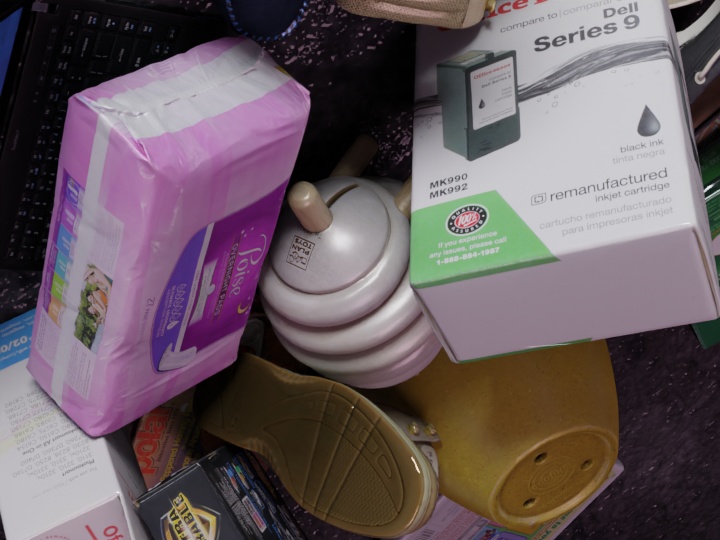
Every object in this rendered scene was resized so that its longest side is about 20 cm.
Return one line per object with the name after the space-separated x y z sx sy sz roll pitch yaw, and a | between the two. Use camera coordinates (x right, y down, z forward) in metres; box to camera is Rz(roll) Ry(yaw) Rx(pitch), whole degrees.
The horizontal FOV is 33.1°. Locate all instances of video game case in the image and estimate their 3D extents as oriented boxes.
0.118 0.220 1.085 0.181 0.022 0.200 25 113 -42 | video game case

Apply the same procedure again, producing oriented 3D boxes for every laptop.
-0.150 -0.041 0.628 0.199 0.104 0.178 4 128 -32 | laptop

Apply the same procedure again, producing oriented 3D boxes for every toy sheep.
0.000 0.000 0.738 0.137 0.138 0.200 -34 141 3 | toy sheep

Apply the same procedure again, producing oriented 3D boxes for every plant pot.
0.108 0.098 0.878 0.199 0.142 0.201 -17 136 -17 | plant pot

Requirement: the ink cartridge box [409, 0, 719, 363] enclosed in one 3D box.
0.105 -0.065 0.657 0.145 0.201 0.084 -13 141 19 | ink cartridge box

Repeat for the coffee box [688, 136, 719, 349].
0.285 -0.025 0.925 0.123 0.044 0.200 -33 141 8 | coffee box

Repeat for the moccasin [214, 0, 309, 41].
-0.041 -0.194 0.575 0.080 0.068 0.201 -12 134 -20 | moccasin

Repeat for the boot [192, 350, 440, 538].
0.006 0.115 0.752 0.154 0.199 0.073 27 86 -44 | boot

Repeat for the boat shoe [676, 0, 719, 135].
0.235 -0.139 0.732 0.073 0.061 0.200 -8 161 -38 | boat shoe

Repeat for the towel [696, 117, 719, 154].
0.301 -0.157 0.843 0.146 0.022 0.201 9 124 -35 | towel

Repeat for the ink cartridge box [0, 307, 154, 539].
-0.164 0.130 0.705 0.067 0.200 0.116 -24 137 -7 | ink cartridge box

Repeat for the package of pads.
-0.103 -0.017 0.641 0.120 0.076 0.201 -29 149 -43 | package of pads

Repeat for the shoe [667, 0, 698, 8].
0.175 -0.190 0.715 0.199 0.054 0.070 -12 134 -20 | shoe

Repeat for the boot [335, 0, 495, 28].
0.083 -0.209 0.632 0.199 0.073 0.156 -16 141 -28 | boot

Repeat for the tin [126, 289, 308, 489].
-0.107 0.096 0.830 0.111 0.042 0.201 -1 129 -35 | tin

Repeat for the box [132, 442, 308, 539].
-0.049 0.200 0.730 0.049 0.201 0.199 -32 177 -1 | box
